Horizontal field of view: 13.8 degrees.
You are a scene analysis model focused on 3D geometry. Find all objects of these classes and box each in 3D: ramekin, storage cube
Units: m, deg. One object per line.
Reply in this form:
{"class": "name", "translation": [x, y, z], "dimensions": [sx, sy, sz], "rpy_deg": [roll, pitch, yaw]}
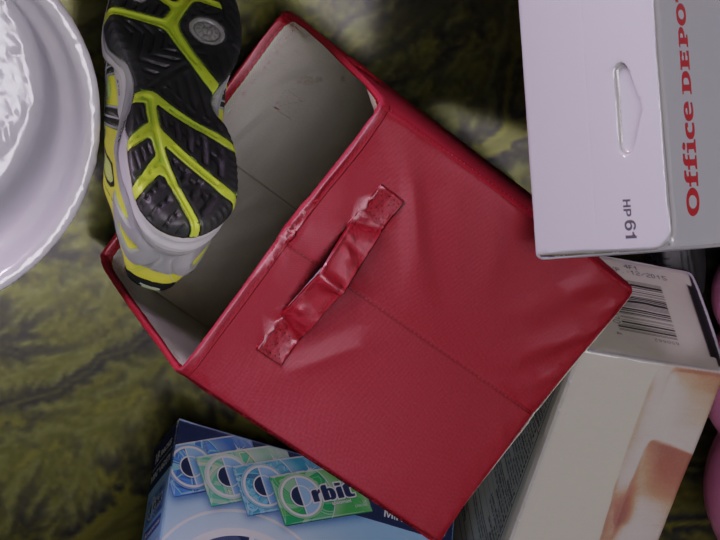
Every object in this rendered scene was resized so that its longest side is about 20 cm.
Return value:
{"class": "ramekin", "translation": [-0.236, -0.085, 1.517], "dimensions": [0.199, 0.098, 0.202], "rpy_deg": [-3, 107, -11]}
{"class": "storage cube", "translation": [0.000, 0.000, 1.545], "dimensions": [0.179, 0.200, 0.171], "rpy_deg": [35, 95, -25]}

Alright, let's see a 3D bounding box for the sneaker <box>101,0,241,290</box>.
{"class": "sneaker", "translation": [-0.105, -0.079, 1.514], "dimensions": [0.075, 0.201, 0.077], "rpy_deg": [15, 137, -15]}

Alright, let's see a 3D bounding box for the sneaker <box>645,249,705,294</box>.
{"class": "sneaker", "translation": [0.201, -0.083, 1.631], "dimensions": [0.104, 0.060, 0.201], "rpy_deg": [-10, 101, -6]}

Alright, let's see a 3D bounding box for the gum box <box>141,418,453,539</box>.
{"class": "gum box", "translation": [-0.039, 0.196, 1.602], "dimensions": [0.169, 0.201, 0.045], "rpy_deg": [17, 146, -16]}

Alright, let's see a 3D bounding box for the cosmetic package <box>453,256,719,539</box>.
{"class": "cosmetic package", "translation": [0.120, 0.101, 1.616], "dimensions": [0.087, 0.104, 0.201], "rpy_deg": [10, 123, -14]}

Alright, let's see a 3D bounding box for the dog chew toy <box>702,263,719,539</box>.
{"class": "dog chew toy", "translation": [0.244, 0.072, 1.659], "dimensions": [0.124, 0.125, 0.201], "rpy_deg": [-12, 99, -8]}

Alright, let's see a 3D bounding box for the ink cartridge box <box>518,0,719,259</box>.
{"class": "ink cartridge box", "translation": [0.168, -0.084, 1.497], "dimensions": [0.200, 0.084, 0.145], "rpy_deg": [-5, 91, -54]}
